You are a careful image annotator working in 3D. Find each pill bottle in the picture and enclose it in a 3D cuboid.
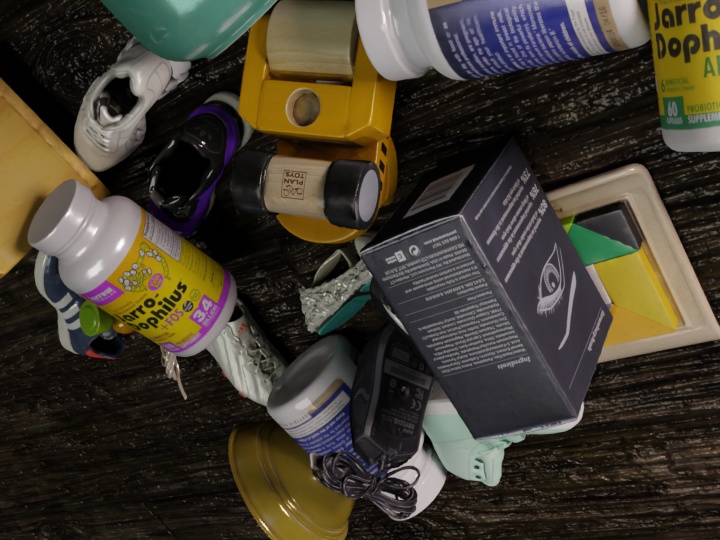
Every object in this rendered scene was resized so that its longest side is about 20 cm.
[{"bbox_3d":[0.238,-0.184,0.576,0.112,0.113,0.202,-4,103,29],"label":"pill bottle"},{"bbox_3d":[-0.224,-0.003,0.902,0.104,0.105,0.200,-19,136,37],"label":"pill bottle"},{"bbox_3d":[0.002,0.181,1.021,0.119,0.120,0.200,-29,110,40],"label":"pill bottle"},{"bbox_3d":[0.103,-0.201,0.656,0.198,0.116,0.116,-6,124,30],"label":"pill bottle"}]

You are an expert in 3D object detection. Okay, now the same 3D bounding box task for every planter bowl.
[{"bbox_3d":[-0.060,0.243,1.088,0.083,0.201,0.201,-39,106,14],"label":"planter bowl"}]

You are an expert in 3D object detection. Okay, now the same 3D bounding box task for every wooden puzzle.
[{"bbox_3d":[0.207,0.012,0.834,0.184,0.037,0.201,-17,118,36],"label":"wooden puzzle"}]

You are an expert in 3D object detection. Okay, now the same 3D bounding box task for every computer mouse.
[{"bbox_3d":[0.020,0.141,0.941,0.138,0.202,0.052,30,157,-34],"label":"computer mouse"}]

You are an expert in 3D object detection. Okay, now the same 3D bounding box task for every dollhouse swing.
[{"bbox_3d":[-0.397,-0.086,0.932,0.200,0.176,0.181,47,150,-16],"label":"dollhouse swing"}]

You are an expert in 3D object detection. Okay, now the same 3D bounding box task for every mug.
[{"bbox_3d":[-0.114,-0.245,0.705,0.184,0.153,0.115,-26,116,39],"label":"mug"}]

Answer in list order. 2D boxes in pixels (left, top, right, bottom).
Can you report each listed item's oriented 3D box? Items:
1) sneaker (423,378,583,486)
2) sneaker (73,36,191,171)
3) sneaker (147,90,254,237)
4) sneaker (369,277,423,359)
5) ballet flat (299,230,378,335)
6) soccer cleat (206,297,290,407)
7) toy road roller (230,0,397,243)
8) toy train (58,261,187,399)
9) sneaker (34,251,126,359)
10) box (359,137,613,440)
[{"bbox_3d":[0.156,0.172,0.965,0.199,0.074,0.119,-4,119,41],"label":"sneaker"},{"bbox_3d":[-0.243,-0.157,0.895,0.075,0.081,0.200,39,135,-10],"label":"sneaker"},{"bbox_3d":[-0.182,-0.087,0.905,0.069,0.100,0.200,36,134,-2],"label":"sneaker"},{"bbox_3d":[0.069,0.062,0.886,0.199,0.076,0.087,31,147,-33],"label":"sneaker"},{"bbox_3d":[0.000,0.000,0.915,0.072,0.072,0.200,44,131,-13],"label":"ballet flat"},{"bbox_3d":[-0.137,0.084,1.049,0.200,0.069,0.077,44,136,-7],"label":"soccer cleat"},{"bbox_3d":[-0.025,-0.125,0.803,0.122,0.146,0.202,8,93,21],"label":"toy road roller"},{"bbox_3d":[-0.253,0.052,0.993,0.084,0.115,0.202,-20,83,38],"label":"toy train"},{"bbox_3d":[-0.328,0.035,1.104,0.084,0.075,0.201,17,143,15],"label":"sneaker"},{"bbox_3d":[0.113,0.016,0.770,0.104,0.148,0.201,-20,109,36],"label":"box"}]
